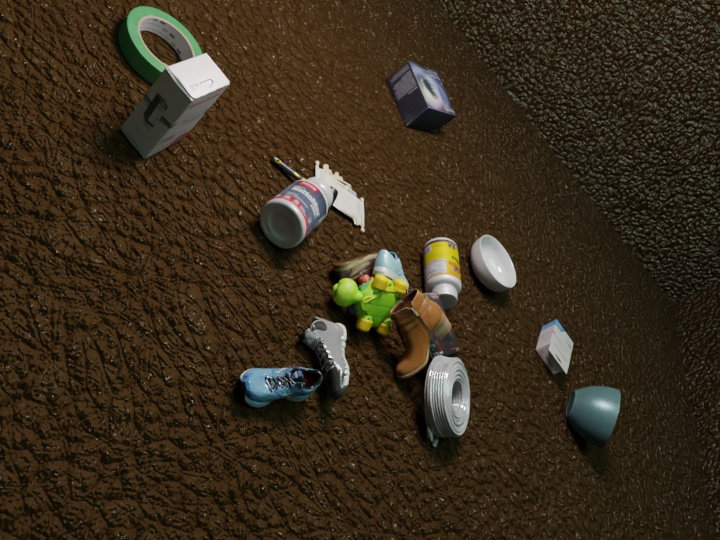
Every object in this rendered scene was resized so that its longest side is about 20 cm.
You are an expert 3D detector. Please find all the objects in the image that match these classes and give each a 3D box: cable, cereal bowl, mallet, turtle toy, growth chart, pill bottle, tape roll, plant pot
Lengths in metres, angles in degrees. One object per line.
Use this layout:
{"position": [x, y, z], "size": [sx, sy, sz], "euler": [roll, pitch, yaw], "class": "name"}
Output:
{"position": [0.221, 0.318, 1.671], "size": [0.200, 0.068, 0.204], "euler": [-35, 117, -58], "class": "cable"}
{"position": [0.435, -0.015, 2.233], "size": [0.199, 0.083, 0.203], "euler": [31, 43, -34], "class": "cereal bowl"}
{"position": [-0.141, -0.238, 1.713], "size": [0.200, 0.041, 0.066], "euler": [43, 67, -16], "class": "mallet"}
{"position": [0.018, 0.069, 1.621], "size": [0.198, 0.148, 0.101], "euler": [15, 11, -46], "class": "turtle toy"}
{"position": [-0.055, -0.209, 1.828], "size": [0.199, 0.018, 0.147], "euler": [35, 41, -30], "class": "growth chart"}
{"position": [0.241, 0.009, 1.950], "size": [0.108, 0.109, 0.203], "euler": [31, 43, -33], "class": "pill bottle"}
{"position": [-0.459, -0.511, 1.531], "size": [0.199, 0.048, 0.203], "euler": [31, 43, -34], "class": "tape roll"}
{"position": [0.767, 0.472, 2.212], "size": [0.132, 0.203, 0.201], "euler": [19, 36, 10], "class": "plant pot"}
{"position": [-0.145, -0.148, 1.583], "size": [0.120, 0.119, 0.200], "euler": [51, 35, -9], "class": "pill bottle"}

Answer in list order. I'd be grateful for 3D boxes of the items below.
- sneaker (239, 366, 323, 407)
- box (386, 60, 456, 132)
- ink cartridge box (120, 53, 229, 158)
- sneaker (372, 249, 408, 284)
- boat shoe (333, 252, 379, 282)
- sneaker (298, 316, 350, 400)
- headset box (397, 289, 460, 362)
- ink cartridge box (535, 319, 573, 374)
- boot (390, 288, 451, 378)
{"position": [-0.155, 0.217, 1.317], "size": [0.198, 0.089, 0.080], "euler": [3, 61, -49], "class": "sneaker"}
{"position": [0.225, -0.628, 2.406], "size": [0.198, 0.122, 0.202], "euler": [-4, 68, -52], "class": "box"}
{"position": [-0.381, -0.340, 1.362], "size": [0.085, 0.199, 0.146], "euler": [50, 35, -8], "class": "ink cartridge box"}
{"position": [0.089, -0.001, 1.740], "size": [0.200, 0.073, 0.084], "euler": [43, 59, -68], "class": "sneaker"}
{"position": [0.000, 0.000, 1.705], "size": [0.199, 0.071, 0.074], "euler": [-19, 99, -60], "class": "boat shoe"}
{"position": [-0.088, 0.185, 1.452], "size": [0.114, 0.075, 0.202], "euler": [29, 34, -28], "class": "sneaker"}
{"position": [0.172, 0.147, 1.789], "size": [0.147, 0.075, 0.203], "euler": [0, 65, -50], "class": "headset box"}
{"position": [0.683, 0.279, 2.330], "size": [0.116, 0.067, 0.200], "euler": [52, 34, -8], "class": "ink cartridge box"}
{"position": [0.120, 0.155, 1.636], "size": [0.155, 0.201, 0.073], "euler": [44, -8, -31], "class": "boot"}
